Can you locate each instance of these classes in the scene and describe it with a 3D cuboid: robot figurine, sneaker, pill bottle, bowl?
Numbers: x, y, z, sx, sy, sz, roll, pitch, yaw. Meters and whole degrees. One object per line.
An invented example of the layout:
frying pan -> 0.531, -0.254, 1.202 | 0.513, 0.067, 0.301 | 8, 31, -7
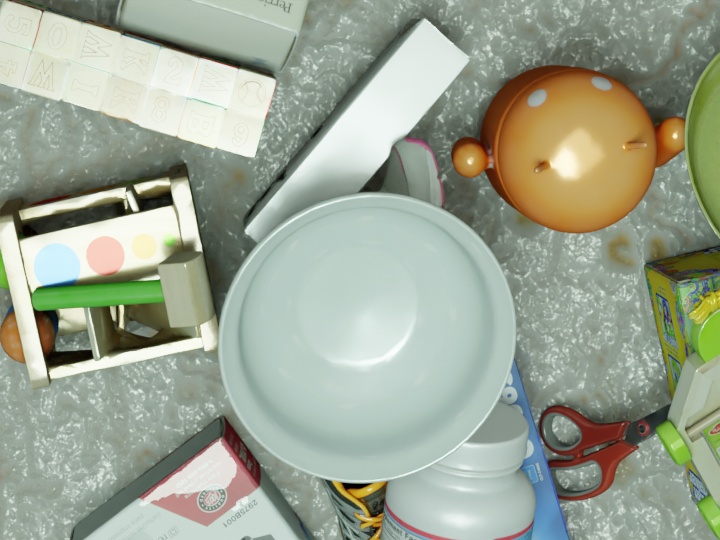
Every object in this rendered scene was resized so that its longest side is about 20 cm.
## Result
robot figurine -> 0.148, -0.088, 1.608 | 0.143, 0.200, 0.117 | 31, 94, -7
sneaker -> 0.014, 0.177, 1.693 | 0.078, 0.077, 0.201 | -30, 100, -2
pill bottle -> 0.067, 0.196, 1.607 | 0.108, 0.109, 0.202 | 5, 111, -5
sneaker -> 0.000, 0.000, 1.600 | 0.087, 0.081, 0.202 | 15, 98, -15
bowl -> 0.000, 0.033, 1.527 | 0.199, 0.090, 0.203 | -2, 108, -6

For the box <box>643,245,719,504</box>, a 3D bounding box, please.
box -> 0.335, 0.071, 1.682 | 0.198, 0.122, 0.194 | -13, 98, -4

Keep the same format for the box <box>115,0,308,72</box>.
box -> -0.084, -0.260, 1.588 | 0.127, 0.109, 0.202 | 15, 78, -7

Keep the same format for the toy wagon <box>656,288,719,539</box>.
toy wagon -> 0.281, 0.090, 1.578 | 0.154, 0.040, 0.201 | -32, 112, -1

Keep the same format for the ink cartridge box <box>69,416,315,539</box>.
ink cartridge box -> -0.100, 0.236, 1.687 | 0.145, 0.083, 0.201 | -37, 98, 0

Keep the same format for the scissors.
scissors -> 0.204, 0.126, 1.664 | 0.014, 0.199, 0.074 | -9, 86, -44

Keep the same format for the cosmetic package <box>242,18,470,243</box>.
cosmetic package -> -0.006, -0.094, 1.655 | 0.051, 0.083, 0.200 | 40, 92, -9

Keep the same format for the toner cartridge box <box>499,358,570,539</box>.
toner cartridge box -> 0.117, 0.155, 1.689 | 0.043, 0.095, 0.202 | -18, 97, -1

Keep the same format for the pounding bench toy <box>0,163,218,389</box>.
pounding bench toy -> -0.184, 0.009, 1.593 | 0.155, 0.200, 0.125 | -12, 98, -4

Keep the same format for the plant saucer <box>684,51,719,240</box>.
plant saucer -> 0.311, -0.073, 1.593 | 0.198, 0.031, 0.202 | 6, 72, -18

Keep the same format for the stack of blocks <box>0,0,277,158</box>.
stack of blocks -> -0.162, -0.138, 1.620 | 0.198, 0.115, 0.059 | 16, 95, -5
